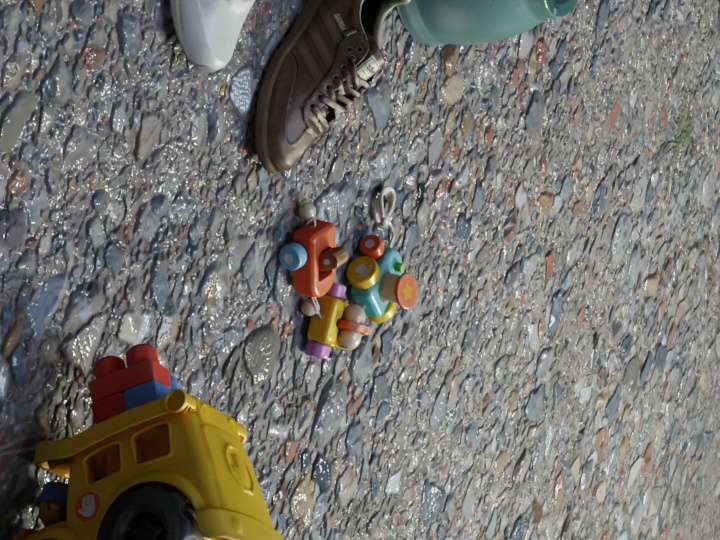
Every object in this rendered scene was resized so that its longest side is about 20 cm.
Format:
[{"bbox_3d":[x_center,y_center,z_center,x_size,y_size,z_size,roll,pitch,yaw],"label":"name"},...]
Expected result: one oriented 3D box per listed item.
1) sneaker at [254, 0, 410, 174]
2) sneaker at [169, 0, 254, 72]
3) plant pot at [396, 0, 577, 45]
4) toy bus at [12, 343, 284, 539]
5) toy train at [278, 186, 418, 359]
[{"bbox_3d":[-0.023,-0.169,1.507,0.201,0.075,0.070,-69,152,-18],"label":"sneaker"},{"bbox_3d":[-0.086,-0.244,1.353,0.070,0.080,0.202,8,95,-65],"label":"sneaker"},{"bbox_3d":[0.134,-0.301,1.693,0.200,0.134,0.201,-35,131,-54],"label":"plant pot"},{"bbox_3d":[-0.171,0.159,1.295,0.136,0.199,0.193,38,31,-61],"label":"toy bus"},{"bbox_3d":[0.000,0.000,1.643,0.200,0.055,0.151,-28,125,-56],"label":"toy train"}]
